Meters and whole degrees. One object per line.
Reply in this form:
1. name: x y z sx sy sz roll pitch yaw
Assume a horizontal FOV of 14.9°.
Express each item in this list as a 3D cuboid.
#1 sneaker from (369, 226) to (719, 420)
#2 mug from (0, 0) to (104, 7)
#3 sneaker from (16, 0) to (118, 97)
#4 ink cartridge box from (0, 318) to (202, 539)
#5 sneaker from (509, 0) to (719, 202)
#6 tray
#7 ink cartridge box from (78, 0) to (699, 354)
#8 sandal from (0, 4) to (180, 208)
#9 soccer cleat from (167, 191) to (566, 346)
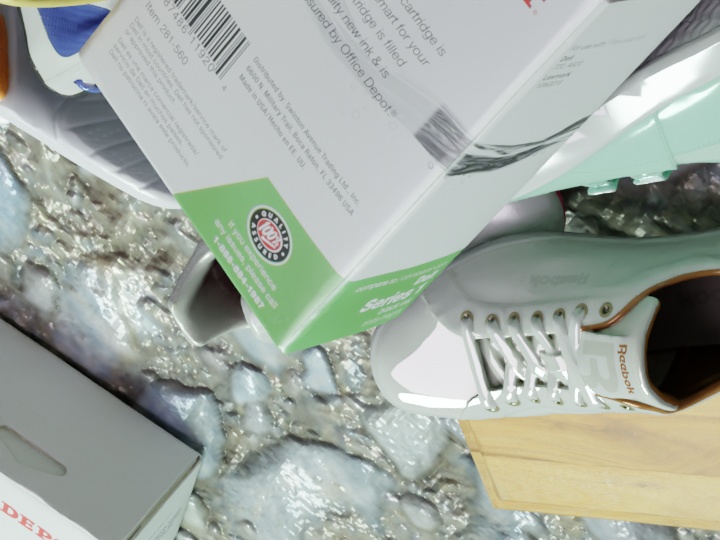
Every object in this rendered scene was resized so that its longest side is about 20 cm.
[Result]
1. sneaker: 0.088 0.024 1.106 0.199 0.085 0.073 -14 104 21
2. mug: -0.093 -0.208 0.996 0.150 0.153 0.187 57 133 20
3. sneaker: -0.081 -0.112 1.173 0.199 0.081 0.115 38 145 14
4. ink cartridge box: -0.180 0.139 1.472 0.144 0.084 0.200 33 141 10
5. sneaker: 0.124 -0.049 1.046 0.118 0.074 0.200 31 147 -28
6. tray: 0.131 0.065 1.195 0.199 0.037 0.099 1 127 36
7. ink cartridge box: 0.010 -0.091 0.994 0.200 0.084 0.146 -46 71 34
8. sandal: -0.160 -0.085 1.252 0.206 0.079 0.059 38 138 -1
9. soccer cleat: 0.000 0.000 1.198 0.199 0.086 0.070 -10 120 43
